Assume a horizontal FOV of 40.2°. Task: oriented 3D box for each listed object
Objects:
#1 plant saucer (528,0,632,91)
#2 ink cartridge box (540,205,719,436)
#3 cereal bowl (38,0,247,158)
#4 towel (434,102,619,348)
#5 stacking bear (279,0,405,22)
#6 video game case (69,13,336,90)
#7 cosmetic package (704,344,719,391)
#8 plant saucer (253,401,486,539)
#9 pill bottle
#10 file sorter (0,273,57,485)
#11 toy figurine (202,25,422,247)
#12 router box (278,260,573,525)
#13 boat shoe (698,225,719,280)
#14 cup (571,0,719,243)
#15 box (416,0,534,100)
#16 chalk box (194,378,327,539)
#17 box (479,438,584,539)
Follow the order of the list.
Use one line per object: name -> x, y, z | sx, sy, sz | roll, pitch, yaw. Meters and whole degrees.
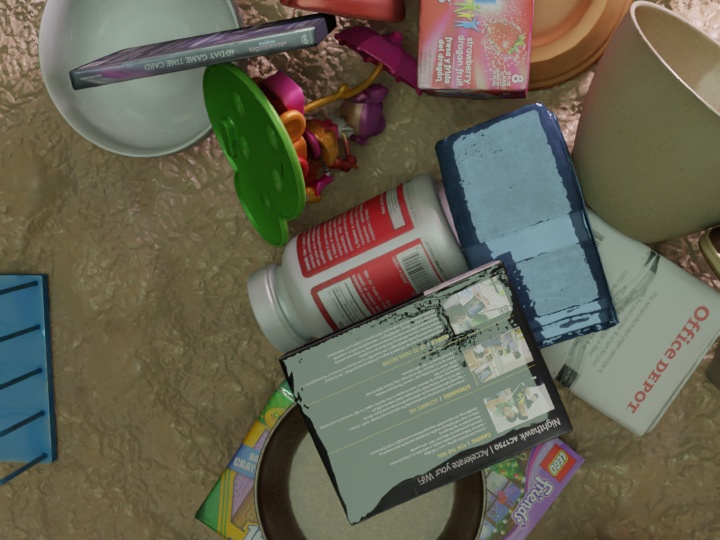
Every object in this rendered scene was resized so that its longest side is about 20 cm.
plant saucer -> 0.152, -0.267, 0.902 | 0.199, 0.037, 0.202 | 1, 97, 10
ink cartridge box -> 0.212, 0.032, 0.900 | 0.199, 0.084, 0.145 | 34, 101, 6
cereal bowl -> -0.199, -0.208, 0.943 | 0.199, 0.083, 0.201 | 1, 97, 8
towel -> 0.140, -0.033, 0.841 | 0.111, 0.049, 0.201 | -17, 91, 14
stacking bear -> 0.001, -0.320, 0.827 | 0.113, 0.122, 0.201 | 8, 108, -6
video game case -> -0.125, -0.187, 0.823 | 0.199, 0.143, 0.019 | -8, 109, 8
cosmetic package -> 0.425, 0.103, 0.870 | 0.199, 0.087, 0.104 | 26, 99, 6
plant saucer -> 0.009, 0.189, 0.851 | 0.199, 0.037, 0.202 | 0, 89, 4
pill bottle -> 0.000, 0.000, 0.918 | 0.199, 0.112, 0.113 | -25, 92, 14
file sorter -> -0.403, 0.109, 0.996 | 0.138, 0.123, 0.201 | 0, 96, 9
toy figurine -> -0.024, -0.137, 0.895 | 0.184, 0.201, 0.150 | -31, 57, -22
router box -> 0.052, 0.099, 0.806 | 0.199, 0.051, 0.150 | -23, 90, 3
boat shoe -> 0.354, -0.023, 0.815 | 0.072, 0.199, 0.072 | -48, 56, 37
cup -> 0.263, -0.109, 0.838 | 0.200, 0.200, 0.143 | 41, 124, 3
box -> 0.102, -0.250, 0.843 | 0.095, 0.100, 0.201 | 3, 96, 9
chalk box -> -0.045, 0.172, 0.941 | 0.123, 0.124, 0.201 | 33, 100, 5
box -> 0.099, 0.214, 0.940 | 0.137, 0.039, 0.200 | 38, 86, 3
